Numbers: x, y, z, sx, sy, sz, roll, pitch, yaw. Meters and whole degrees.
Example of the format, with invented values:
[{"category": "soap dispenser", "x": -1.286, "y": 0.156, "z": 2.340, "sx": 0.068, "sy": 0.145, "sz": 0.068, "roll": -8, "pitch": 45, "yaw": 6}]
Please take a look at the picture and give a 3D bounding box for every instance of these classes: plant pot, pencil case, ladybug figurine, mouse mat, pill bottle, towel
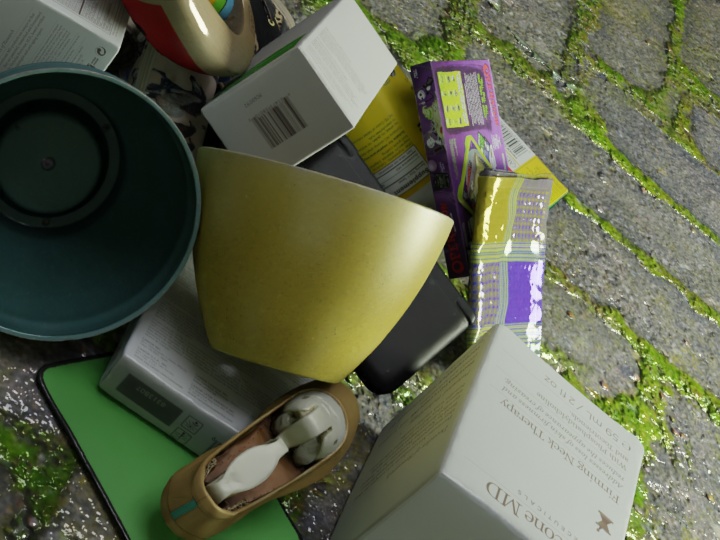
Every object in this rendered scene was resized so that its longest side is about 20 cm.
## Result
[{"category": "plant pot", "x": -0.227, "y": -0.066, "z": 1.150, "sx": 0.200, "sy": 0.201, "sz": 0.134, "roll": 28, "pitch": 11, "yaw": -23}, {"category": "pencil case", "x": -0.171, "y": -0.133, "z": 1.312, "sx": 0.089, "sy": 0.078, "sz": 0.201, "roll": 42, "pitch": 47, "yaw": -40}, {"category": "ladybug figurine", "x": -0.143, "y": -0.224, "z": 1.234, "sx": 0.200, "sy": 0.072, "sz": 0.136, "roll": 54, "pitch": 26, "yaw": -58}, {"category": "mouse mat", "x": -0.139, "y": 0.142, "z": 1.161, "sx": 0.161, "sy": 0.008, "sz": 0.200, "roll": -8, "pitch": 60, "yaw": -51}, {"category": "pill bottle", "x": 0.026, "y": -0.117, "z": 1.503, "sx": 0.200, "sy": 0.112, "sz": 0.113, "roll": 53, "pitch": 32, "yaw": -14}, {"category": "towel", "x": 0.141, "y": 0.003, "z": 1.462, "sx": 0.143, "sy": 0.023, "sz": 0.201, "roll": 4, "pitch": 91, "yaw": -60}, {"category": "plant pot", "x": -0.044, "y": 0.004, "z": 1.167, "sx": 0.199, "sy": 0.142, "sz": 0.200, "roll": 16, "pitch": -1, "yaw": 0}]

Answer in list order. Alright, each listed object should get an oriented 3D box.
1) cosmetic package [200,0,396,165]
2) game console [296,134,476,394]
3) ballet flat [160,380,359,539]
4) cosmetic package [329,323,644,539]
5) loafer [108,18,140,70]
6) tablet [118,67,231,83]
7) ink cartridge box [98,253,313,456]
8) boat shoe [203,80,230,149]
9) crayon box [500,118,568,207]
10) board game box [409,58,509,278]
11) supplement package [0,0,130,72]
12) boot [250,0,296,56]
[{"category": "cosmetic package", "x": -0.048, "y": -0.157, "z": 1.327, "sx": 0.085, "sy": 0.107, "sz": 0.200, "roll": 54, "pitch": 21, "yaw": -13}, {"category": "game console", "x": -0.001, "y": -0.010, "z": 1.346, "sx": 0.176, "sy": 0.116, "sz": 0.200, "roll": -39, "pitch": 95, "yaw": -27}, {"category": "ballet flat", "x": -0.057, "y": 0.132, "z": 1.127, "sx": 0.200, "sy": 0.063, "sz": 0.069, "roll": -35, "pitch": 88, "yaw": -41}, {"category": "cosmetic package", "x": 0.098, "y": 0.188, "z": 1.221, "sx": 0.167, "sy": 0.166, "sz": 0.200, "roll": 40, "pitch": 35, "yaw": -8}, {"category": "loafer", "x": -0.263, "y": -0.260, "z": 1.394, "sx": 0.200, "sy": 0.076, "sz": 0.068, "roll": 39, "pitch": 45, "yaw": -7}, {"category": "tablet", "x": -0.168, "y": -0.154, "z": 1.442, "sx": 0.130, "sy": 0.014, "sz": 0.200, "roll": 20, "pitch": 42, "yaw": -33}, {"category": "ink cartridge box", "x": -0.101, "y": 0.064, "z": 1.236, "sx": 0.162, "sy": 0.057, "sz": 0.200, "roll": 36, "pitch": 32, "yaw": -12}, {"category": "boat shoe", "x": -0.125, "y": -0.083, "z": 1.347, "sx": 0.075, "sy": 0.075, "sz": 0.203, "roll": 8, "pitch": 55, "yaw": -24}, {"category": "crayon box", "x": 0.130, "y": -0.088, "z": 1.653, "sx": 0.127, "sy": 0.051, "sz": 0.200, "roll": 48, "pitch": 33, "yaw": 6}, {"category": "board game box", "x": 0.103, "y": -0.099, "z": 1.471, "sx": 0.120, "sy": 0.032, "sz": 0.201, "roll": -12, "pitch": 92, "yaw": -53}, {"category": "supplement package", "x": -0.301, "y": -0.218, "z": 1.242, "sx": 0.200, "sy": 0.152, "sz": 0.151, "roll": 30, "pitch": 36, "yaw": -21}, {"category": "boot", "x": -0.154, "y": -0.273, "z": 1.512, "sx": 0.200, "sy": 0.073, "sz": 0.151, "roll": 48, "pitch": 21, "yaw": -8}]
